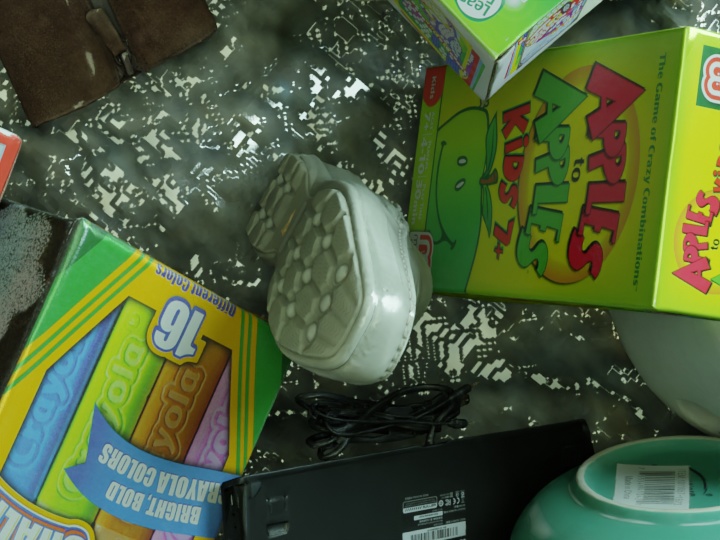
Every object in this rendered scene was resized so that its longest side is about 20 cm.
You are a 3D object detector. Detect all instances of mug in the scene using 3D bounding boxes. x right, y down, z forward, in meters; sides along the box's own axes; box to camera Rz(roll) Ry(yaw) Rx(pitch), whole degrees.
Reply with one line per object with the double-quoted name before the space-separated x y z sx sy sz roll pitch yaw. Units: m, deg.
"mug" 0.143 0.139 0.742 0.151 0.184 0.116 -14 106 -34

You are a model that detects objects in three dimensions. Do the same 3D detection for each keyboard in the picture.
"keyboard" 0.021 0.097 0.785 0.199 0.039 0.105 -4 96 -38

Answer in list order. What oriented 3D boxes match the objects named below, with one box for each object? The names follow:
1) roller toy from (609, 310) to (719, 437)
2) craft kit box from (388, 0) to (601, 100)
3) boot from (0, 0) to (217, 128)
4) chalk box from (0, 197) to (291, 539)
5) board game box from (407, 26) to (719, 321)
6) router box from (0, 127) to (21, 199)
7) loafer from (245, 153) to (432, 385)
"roller toy" 0.200 -0.013 0.780 0.182 0.140 0.201 -30 94 -14
"craft kit box" 0.055 -0.202 0.718 0.197 0.049 0.200 -39 78 -16
"boot" -0.107 -0.180 0.816 0.199 0.072 0.167 -33 103 -5
"chalk box" -0.137 0.085 0.736 0.124 0.124 0.201 30 81 -38
"board game box" 0.086 -0.036 0.743 0.047 0.200 0.103 9 88 -25
"router box" -0.233 0.007 0.734 0.049 0.199 0.181 22 88 -41
"loafer" 0.000 0.000 0.741 0.069 0.200 0.070 26 103 -15
